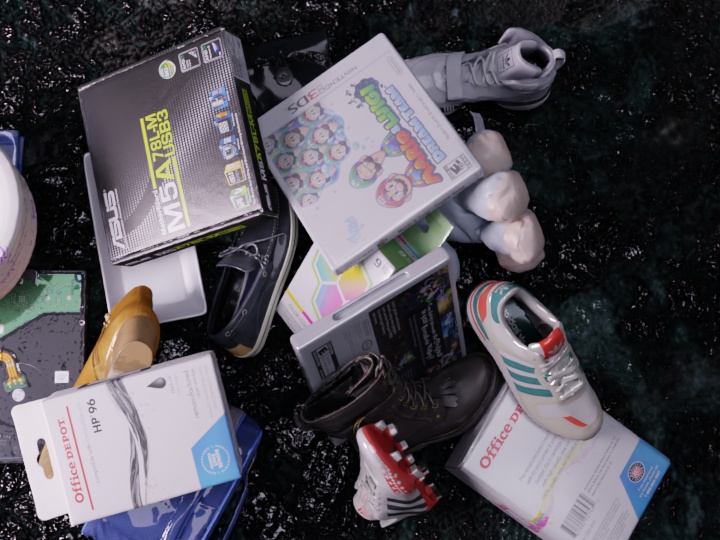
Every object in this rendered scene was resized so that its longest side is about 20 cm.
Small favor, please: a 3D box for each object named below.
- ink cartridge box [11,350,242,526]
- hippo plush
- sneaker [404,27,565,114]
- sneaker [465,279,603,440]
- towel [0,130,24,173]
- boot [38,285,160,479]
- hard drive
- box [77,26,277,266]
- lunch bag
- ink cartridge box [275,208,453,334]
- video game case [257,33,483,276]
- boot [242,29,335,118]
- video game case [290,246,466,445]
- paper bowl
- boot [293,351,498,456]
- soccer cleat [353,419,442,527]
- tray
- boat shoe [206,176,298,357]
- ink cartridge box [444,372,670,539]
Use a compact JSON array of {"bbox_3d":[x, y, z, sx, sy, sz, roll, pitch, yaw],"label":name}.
[{"bbox_3d":[-0.217,0.156,0.909,0.196,0.068,0.118,-15,92,-6],"label":"ink cartridge box"},{"bbox_3d":[0.092,-0.066,1.066,0.159,0.160,0.202,-24,59,4],"label":"hippo plush"},{"bbox_3d":[0.135,-0.230,1.133,0.196,0.115,0.077,-1,81,-7],"label":"sneaker"},{"bbox_3d":[0.187,0.095,1.013,0.070,0.093,0.201,-37,94,-13],"label":"sneaker"},{"bbox_3d":[-0.471,-0.087,1.079,0.196,0.024,0.150,2,82,-7],"label":"towel"},{"bbox_3d":[-0.262,0.122,1.018,0.070,0.144,0.203,29,101,-19],"label":"boot"},{"bbox_3d":[-0.360,0.102,1.058,0.137,0.038,0.204,-1,82,-8],"label":"hard drive"},{"bbox_3d":[-0.195,-0.126,1.045,0.190,0.047,0.204,-15,82,19],"label":"box"},{"bbox_3d":[-0.183,0.224,1.013,0.131,0.136,0.202,27,82,-2],"label":"lunch bag"},{"bbox_3d":[0.000,0.000,1.039,0.104,0.059,0.201,48,119,29],"label":"ink cartridge box"},{"bbox_3d":[0.000,-0.123,1.019,0.181,0.024,0.201,-34,65,1],"label":"video game case"},{"bbox_3d":[-0.097,-0.171,1.112,0.165,0.077,0.204,-5,76,-4],"label":"boot"},{"bbox_3d":[0.027,0.085,1.042,0.180,0.201,0.023,-30,52,-11],"label":"video game case"},{"bbox_3d":[-0.430,-0.043,1.006,0.196,0.105,0.205,1,73,-3],"label":"paper bowl"},{"bbox_3d":[0.044,0.129,1.025,0.199,0.174,0.070,-37,54,1],"label":"boot"},{"bbox_3d":[0.024,0.218,1.021,0.084,0.200,0.069,-32,59,2],"label":"soccer cleat"},{"bbox_3d":[-0.239,-0.039,1.103,0.105,0.022,0.204,-11,83,-8],"label":"tray"},{"bbox_3d":[-0.119,-0.008,1.084,0.062,0.074,0.204,21,81,-41],"label":"boat shoe"},{"bbox_3d":[0.213,0.212,1.093,0.199,0.085,0.146,36,78,-2],"label":"ink cartridge box"}]
